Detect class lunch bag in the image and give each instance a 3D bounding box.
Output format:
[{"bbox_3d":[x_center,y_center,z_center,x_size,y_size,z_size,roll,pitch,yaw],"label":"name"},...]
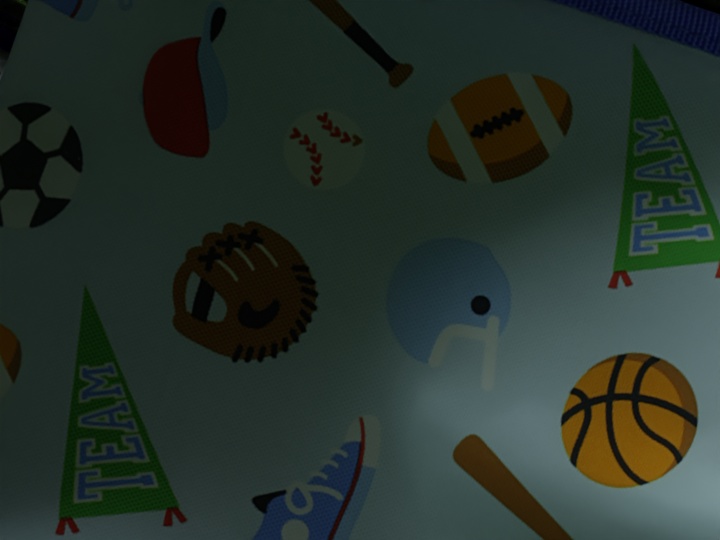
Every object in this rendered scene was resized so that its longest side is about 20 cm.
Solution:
[{"bbox_3d":[0.020,0.022,0.571,0.199,0.171,0.124,19,-179,7],"label":"lunch bag"}]

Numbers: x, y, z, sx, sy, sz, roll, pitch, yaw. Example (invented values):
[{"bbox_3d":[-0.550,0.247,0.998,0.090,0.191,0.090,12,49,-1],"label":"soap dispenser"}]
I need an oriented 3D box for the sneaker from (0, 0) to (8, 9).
[{"bbox_3d":[-0.162,-0.123,0.865,0.095,0.079,0.200,42,-175,17],"label":"sneaker"}]

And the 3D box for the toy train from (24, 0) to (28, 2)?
[{"bbox_3d":[-0.117,-0.115,1.091,0.046,0.034,0.200,32,-172,41],"label":"toy train"}]

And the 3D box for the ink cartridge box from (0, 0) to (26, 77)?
[{"bbox_3d":[-0.155,-0.086,1.047,0.199,0.044,0.198,30,-173,-4],"label":"ink cartridge box"}]

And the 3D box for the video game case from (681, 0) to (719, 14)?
[{"bbox_3d":[0.020,-0.081,0.607,0.181,0.023,0.200,20,178,16],"label":"video game case"}]
